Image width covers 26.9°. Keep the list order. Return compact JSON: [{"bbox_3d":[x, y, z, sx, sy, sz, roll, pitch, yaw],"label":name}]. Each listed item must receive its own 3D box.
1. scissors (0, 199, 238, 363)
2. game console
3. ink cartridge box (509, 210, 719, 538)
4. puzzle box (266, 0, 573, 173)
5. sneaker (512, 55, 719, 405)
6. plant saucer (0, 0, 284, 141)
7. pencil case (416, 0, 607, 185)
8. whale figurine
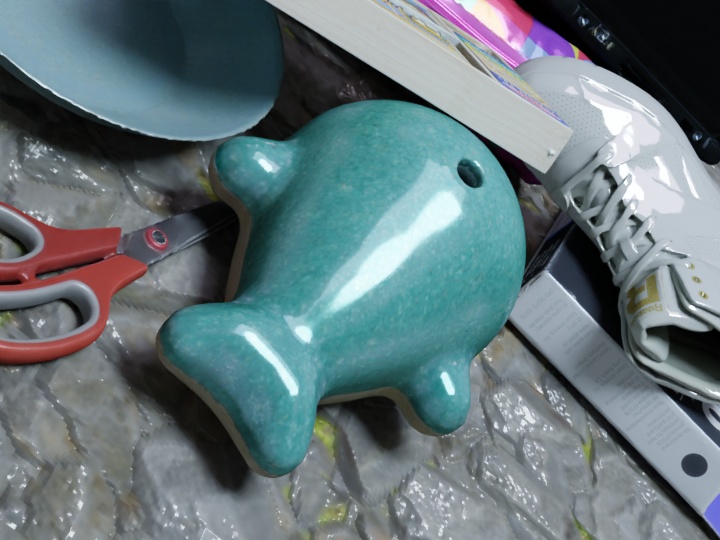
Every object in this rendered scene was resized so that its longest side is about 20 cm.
[{"bbox_3d":[-0.091,-0.002,0.622,0.199,0.014,0.074,-6,59,-51],"label":"scissors"},{"bbox_3d":[0.176,-0.162,0.883,0.199,0.117,0.176,35,4,-41],"label":"game console"},{"bbox_3d":[0.185,0.038,0.855,0.200,0.043,0.198,47,35,-5],"label":"ink cartridge box"},{"bbox_3d":[-0.001,-0.124,0.704,0.199,0.026,0.133,29,16,-23],"label":"puzzle box"},{"bbox_3d":[0.143,-0.018,0.765,0.200,0.074,0.116,40,33,-9],"label":"sneaker"},{"bbox_3d":[-0.125,-0.130,0.681,0.200,0.039,0.202,28,39,-26],"label":"plant saucer"},{"bbox_3d":[0.049,-0.133,0.832,0.199,0.088,0.089,34,37,-19],"label":"pencil case"},{"bbox_3d":[0.000,0.000,0.635,0.160,0.104,0.200,51,38,-2],"label":"whale figurine"}]
